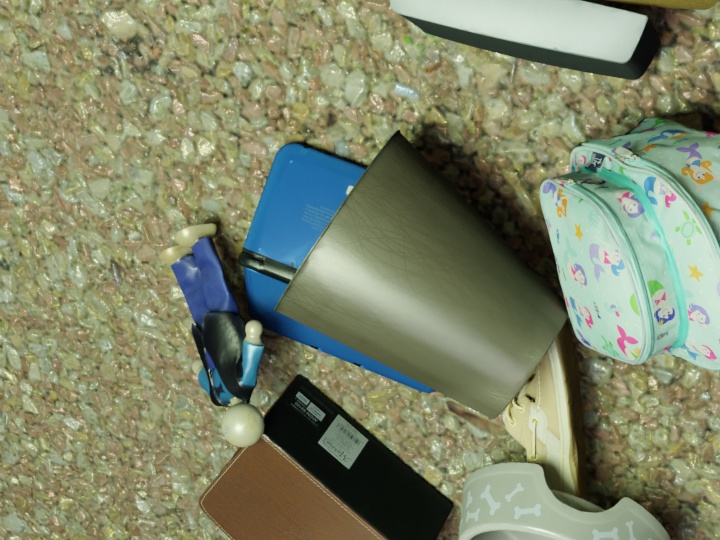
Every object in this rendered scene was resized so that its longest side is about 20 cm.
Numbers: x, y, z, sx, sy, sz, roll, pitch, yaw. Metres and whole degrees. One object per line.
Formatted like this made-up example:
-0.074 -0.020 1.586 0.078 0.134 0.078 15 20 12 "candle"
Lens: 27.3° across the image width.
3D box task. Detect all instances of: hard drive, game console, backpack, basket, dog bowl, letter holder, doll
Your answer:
0.124 -0.188 1.127 0.197 0.135 0.043 15 94 15 "hard drive"
0.000 0.000 1.348 0.198 0.118 0.173 21 91 11 "game console"
0.235 -0.016 1.111 0.199 0.149 0.180 21 132 62 "backpack"
0.061 0.016 1.212 0.199 0.136 0.181 35 84 2 "basket"
0.177 0.251 1.332 0.198 0.059 0.201 18 147 12 "dog bowl"
-0.037 0.229 1.435 0.199 0.101 0.142 40 126 -1 "letter holder"
-0.130 0.065 1.363 0.136 0.048 0.202 -41 64 52 "doll"

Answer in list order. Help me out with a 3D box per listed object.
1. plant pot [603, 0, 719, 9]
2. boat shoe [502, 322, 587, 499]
0.178 -0.270 1.055 0.198 0.187 0.188 22 124 -7 "plant pot"
0.160 0.133 1.315 0.068 0.074 0.203 -1 116 16 "boat shoe"
